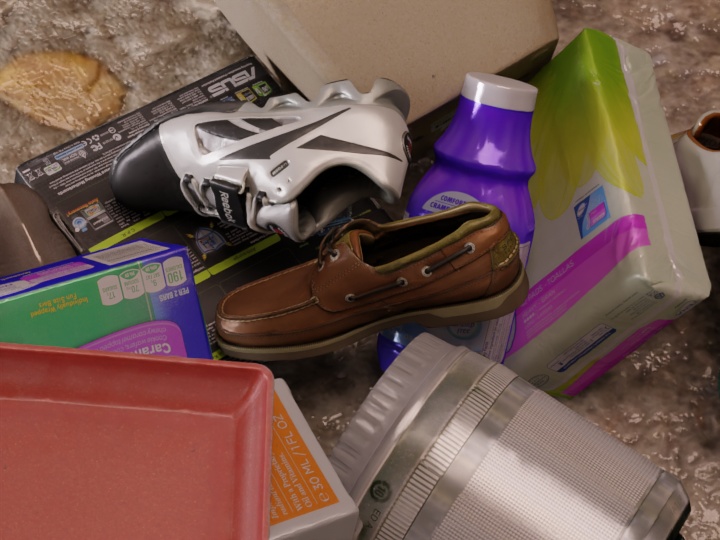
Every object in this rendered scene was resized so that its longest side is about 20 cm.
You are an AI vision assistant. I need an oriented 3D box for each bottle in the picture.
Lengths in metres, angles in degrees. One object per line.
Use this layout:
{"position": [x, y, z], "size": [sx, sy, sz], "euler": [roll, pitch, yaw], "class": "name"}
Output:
{"position": [0.068, -0.024, 1.471], "size": [0.083, 0.201, 0.065], "euler": [17, 13, 17], "class": "bottle"}

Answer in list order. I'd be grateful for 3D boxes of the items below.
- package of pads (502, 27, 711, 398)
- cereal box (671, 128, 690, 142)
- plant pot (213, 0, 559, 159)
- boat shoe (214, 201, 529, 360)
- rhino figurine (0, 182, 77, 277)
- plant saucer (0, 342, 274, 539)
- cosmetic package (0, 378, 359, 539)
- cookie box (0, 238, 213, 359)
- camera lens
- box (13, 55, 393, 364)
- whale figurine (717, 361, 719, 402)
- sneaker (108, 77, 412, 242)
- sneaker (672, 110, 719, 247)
{"position": [0.141, -0.033, 1.517], "size": [0.068, 0.154, 0.200], "euler": [13, 53, -32], "class": "package of pads"}
{"position": [0.305, -0.087, 1.577], "size": [0.144, 0.200, 0.040], "euler": [-19, 101, -25], "class": "cereal box"}
{"position": [0.027, -0.180, 1.549], "size": [0.199, 0.200, 0.177], "euler": [-30, 84, -5], "class": "plant pot"}
{"position": [0.000, 0.000, 1.416], "size": [0.199, 0.068, 0.072], "euler": [-13, 34, 9], "class": "boat shoe"}
{"position": [-0.190, 0.030, 1.434], "size": [0.060, 0.088, 0.200], "euler": [-22, 64, -25], "class": "rhino figurine"}
{"position": [-0.147, 0.129, 1.193], "size": [0.199, 0.037, 0.200], "euler": [5, 49, -6], "class": "plant saucer"}
{"position": [-0.113, 0.142, 1.259], "size": [0.200, 0.071, 0.102], "euler": [-18, 56, -23], "class": "cosmetic package"}
{"position": [-0.166, 0.101, 1.337], "size": [0.171, 0.075, 0.201], "euler": [-17, 103, -23], "class": "cookie box"}
{"position": [0.083, 0.150, 1.375], "size": [0.200, 0.160, 0.160], "euler": [33, 56, 9], "class": "camera lens"}
{"position": [-0.095, -0.029, 1.523], "size": [0.200, 0.048, 0.193], "euler": [-29, 70, -29], "class": "box"}
{"position": [0.277, 0.022, 1.523], "size": [0.104, 0.159, 0.200], "euler": [21, 42, 31], "class": "whale figurine"}
{"position": [-0.065, -0.056, 1.437], "size": [0.199, 0.074, 0.089], "euler": [-13, 57, 16], "class": "sneaker"}
{"position": [0.224, -0.060, 1.530], "size": [0.073, 0.200, 0.085], "euler": [9, 87, -24], "class": "sneaker"}
